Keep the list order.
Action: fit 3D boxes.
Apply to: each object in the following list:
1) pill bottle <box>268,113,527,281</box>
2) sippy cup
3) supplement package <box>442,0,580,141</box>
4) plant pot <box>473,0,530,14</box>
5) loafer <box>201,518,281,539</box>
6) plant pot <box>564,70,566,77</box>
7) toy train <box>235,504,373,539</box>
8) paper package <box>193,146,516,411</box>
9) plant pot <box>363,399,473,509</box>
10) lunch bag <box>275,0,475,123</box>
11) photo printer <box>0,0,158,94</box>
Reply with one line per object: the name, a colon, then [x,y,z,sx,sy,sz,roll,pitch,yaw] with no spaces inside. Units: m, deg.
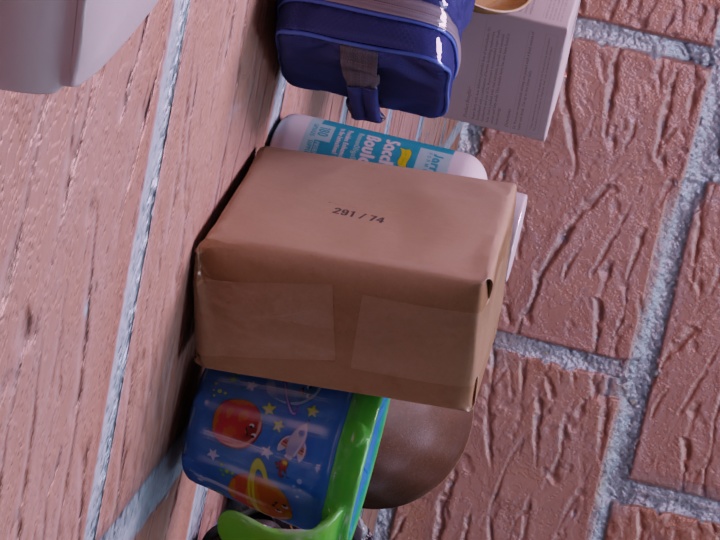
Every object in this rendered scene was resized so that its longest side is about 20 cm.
pill bottle: [0.024,-0.048,1.623,0.111,0.199,0.111,13,90,-84]
sippy cup: [-0.055,0.118,1.508,0.178,0.130,0.140,-46,151,-80]
supplement package: [0.078,-0.210,1.769,0.120,0.199,0.122,-70,172,-47]
plant pot: [0.061,-0.282,1.670,0.027,0.200,0.200,-37,-161,34]
loafer: [-0.096,0.281,1.746,0.200,0.073,0.072,98,-15,-46]
plant pot: [0.100,-0.285,1.961,0.201,0.200,0.196,-32,127,-82]
toy train: [-0.049,0.245,1.868,0.200,0.114,0.085,63,4,-69]
paper package: [0.000,0.000,1.482,0.191,0.199,0.104,-67,165,-63]
plant pot: [-0.016,0.115,1.857,0.200,0.186,0.188,19,84,-70]
lunch bag: [0.010,-0.180,1.504,0.200,0.135,0.133,77,28,-80]
photo printer: [-0.098,-0.186,0.769,0.167,0.069,0.201,-66,168,-61]
